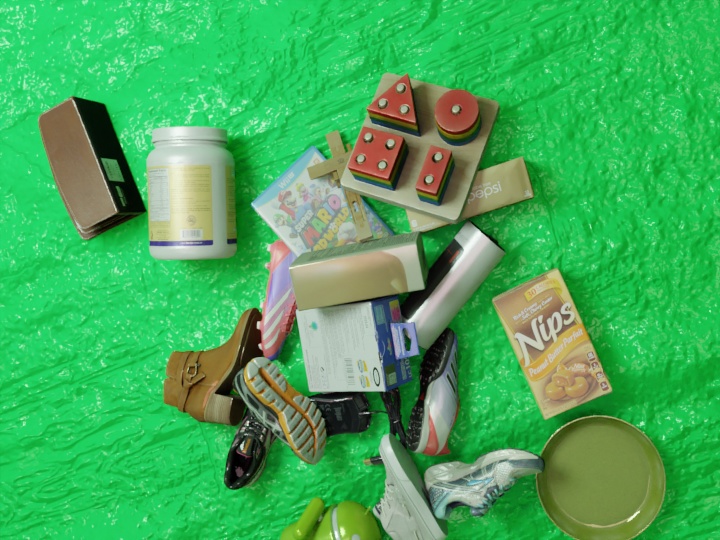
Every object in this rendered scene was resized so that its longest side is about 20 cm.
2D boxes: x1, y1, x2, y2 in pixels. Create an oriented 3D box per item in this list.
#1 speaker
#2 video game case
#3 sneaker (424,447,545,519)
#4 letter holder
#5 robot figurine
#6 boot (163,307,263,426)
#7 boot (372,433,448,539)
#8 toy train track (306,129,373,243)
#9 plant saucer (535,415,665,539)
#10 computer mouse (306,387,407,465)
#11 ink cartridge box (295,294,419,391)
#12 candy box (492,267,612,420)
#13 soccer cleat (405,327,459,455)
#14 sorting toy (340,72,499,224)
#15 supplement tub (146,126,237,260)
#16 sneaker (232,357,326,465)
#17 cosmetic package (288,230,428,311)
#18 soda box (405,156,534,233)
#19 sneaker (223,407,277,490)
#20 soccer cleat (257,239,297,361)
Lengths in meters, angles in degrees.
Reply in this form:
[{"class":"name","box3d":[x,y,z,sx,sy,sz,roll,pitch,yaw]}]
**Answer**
[{"class":"speaker","box3d":[0.139,0.022,1.291,0.081,0.081,0.201,40,100,6]},{"class":"video game case","box3d":[-0.060,-0.081,1.331,0.143,0.018,0.200,-43,86,-8]},{"class":"sneaker","box3d":[0.198,0.339,1.289,0.196,0.078,0.088,-20,55,20]},{"class":"letter holder","box3d":[-0.476,-0.164,1.388,0.139,0.100,0.204,-22,89,13]},{"class":"robot figurine","box3d":[-0.052,0.449,1.335,0.197,0.116,0.178,-26,110,12]},{"class":"boot","box3d":[-0.248,0.151,1.386,0.152,0.076,0.205,9,85,28]},{"class":"boot","box3d":[0.057,0.364,1.320,0.094,0.074,0.203,-26,101,13]},{"class":"toy train track","box3d":[-0.016,-0.130,1.305,0.112,0.033,0.204,-19,64,3]},{"class":"plant saucer","box3d":[0.373,0.325,1.290,0.194,0.031,0.206,1,94,10]},{"class":"computer mouse","box3d":[-0.016,0.257,1.359,0.195,0.046,0.144,-13,104,12]},{"class":"ink cartridge box","box3d":[0.000,0.115,1.282,0.197,0.075,0.140,-8,93,43]},{"class":"candy box","box3d":[0.296,0.112,1.279,0.113,0.055,0.204,-25,89,11]},{"class":"soccer cleat","box3d":[0.130,0.195,1.320,0.072,0.068,0.205,15,88,-20]},{"class":"sorting toy","box3d":[0.086,-0.200,1.246,0.196,0.070,0.203,18,77,18]},{"class":"supplement tub","box3d":[-0.271,-0.122,1.327,0.141,0.145,0.206,0,93,11]},{"class":"sneaker","box3d":[-0.127,0.227,1.313,0.077,0.078,0.202,-26,104,43]},{"class":"cosmetic package","box3d":[0.000,0.000,1.241,0.195,0.105,0.073,-10,101,12]},{"class":"soda box","box3d":[0.168,-0.114,1.282,0.195,0.068,0.066,-18,89,11]},{"class":"sneaker","box3d":[-0.172,0.275,1.363,0.078,0.086,0.205,17,96,7]},{"class":"soccer cleat","box3d":[-0.124,0.050,1.353,0.074,0.067,0.206,6,92,6]}]
